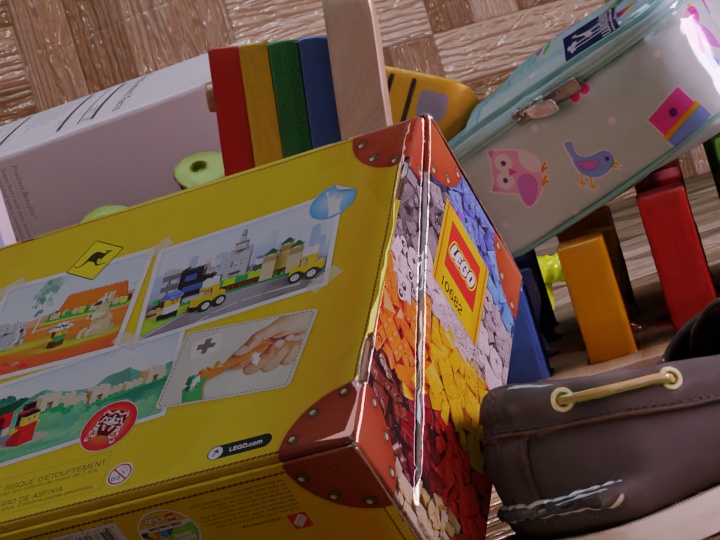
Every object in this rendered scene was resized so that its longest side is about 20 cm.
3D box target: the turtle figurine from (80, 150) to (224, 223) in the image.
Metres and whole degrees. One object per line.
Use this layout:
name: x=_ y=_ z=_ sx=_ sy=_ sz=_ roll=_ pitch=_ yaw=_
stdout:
turtle figurine: x=-0.059 y=0.023 z=1.061 sx=0.199 sy=0.162 sz=0.065 roll=-21 pitch=38 yaw=-3

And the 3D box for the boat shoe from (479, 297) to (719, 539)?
boat shoe: x=0.120 y=0.038 z=0.707 sx=0.200 sy=0.061 sz=0.071 roll=-19 pitch=2 yaw=-37

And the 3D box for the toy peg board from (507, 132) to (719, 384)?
toy peg board: x=0.134 y=-0.006 z=1.112 sx=0.198 sy=0.099 sz=0.200 roll=-17 pitch=6 yaw=8

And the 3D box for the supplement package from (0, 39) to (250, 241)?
supplement package: x=-0.143 y=-0.038 z=1.321 sx=0.198 sy=0.122 sz=0.120 roll=-18 pitch=14 yaw=11

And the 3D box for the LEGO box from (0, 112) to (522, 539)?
LEGO box: x=-0.060 y=0.049 z=0.715 sx=0.199 sy=0.077 sz=0.150 roll=-16 pitch=36 yaw=24

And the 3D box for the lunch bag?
lunch bag: x=0.123 y=-0.087 z=1.116 sx=0.160 sy=0.077 sz=0.200 roll=-31 pitch=4 yaw=27

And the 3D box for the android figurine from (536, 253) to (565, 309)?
android figurine: x=0.025 y=0.014 z=1.287 sx=0.198 sy=0.041 sz=0.182 roll=-9 pitch=2 yaw=-4

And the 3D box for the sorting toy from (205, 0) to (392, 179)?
sorting toy: x=-0.014 y=-0.004 z=0.931 sx=0.069 sy=0.201 sz=0.200 roll=-8 pitch=2 yaw=1

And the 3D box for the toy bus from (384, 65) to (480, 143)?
toy bus: x=0.000 y=0.000 z=1.155 sx=0.078 sy=0.202 sz=0.065 roll=13 pitch=-8 yaw=14

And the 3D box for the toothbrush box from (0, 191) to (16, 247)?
toothbrush box: x=-0.288 y=0.004 z=1.110 sx=0.199 sy=0.087 sz=0.145 roll=-18 pitch=1 yaw=20
